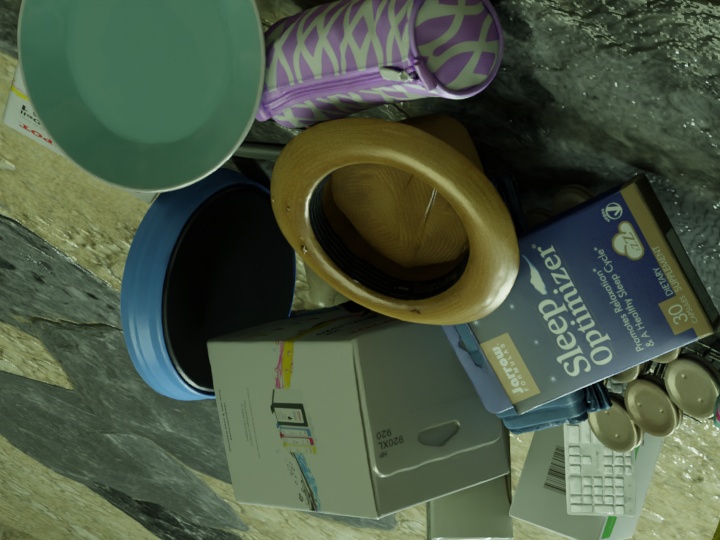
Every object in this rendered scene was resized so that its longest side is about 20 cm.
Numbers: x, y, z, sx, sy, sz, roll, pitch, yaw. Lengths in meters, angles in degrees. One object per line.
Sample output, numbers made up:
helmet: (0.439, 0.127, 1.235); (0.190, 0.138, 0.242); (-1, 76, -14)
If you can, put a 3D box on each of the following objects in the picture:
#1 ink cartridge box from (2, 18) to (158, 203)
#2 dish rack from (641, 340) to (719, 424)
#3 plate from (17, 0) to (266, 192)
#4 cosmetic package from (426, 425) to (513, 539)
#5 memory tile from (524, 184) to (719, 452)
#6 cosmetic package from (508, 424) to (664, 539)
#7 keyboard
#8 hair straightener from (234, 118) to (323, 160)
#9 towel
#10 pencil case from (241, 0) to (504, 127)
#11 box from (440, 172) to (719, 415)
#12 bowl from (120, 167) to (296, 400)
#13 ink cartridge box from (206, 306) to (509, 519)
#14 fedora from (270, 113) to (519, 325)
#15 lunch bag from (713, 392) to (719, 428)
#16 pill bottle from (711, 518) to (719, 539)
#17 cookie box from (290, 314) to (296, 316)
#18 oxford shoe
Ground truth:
ink cartridge box: (-0.191, -0.145, 1.443); (0.144, 0.084, 0.200); (29, 159, -7)
dish rack: (0.224, 0.079, 1.524); (0.199, 0.055, 0.153); (25, 160, 2)
plate: (-0.151, -0.155, 1.296); (0.199, 0.201, 0.026); (19, -163, 19)
cosmetic package: (0.093, 0.151, 1.626); (0.073, 0.201, 0.104); (-1, 158, -1)
memory tile: (0.180, 0.039, 1.391); (0.200, 0.017, 0.153); (56, 145, 2)
cosmetic package: (0.200, 0.176, 1.615); (0.085, 0.108, 0.200); (18, -179, 19)
keyboard: (0.189, 0.107, 1.466); (0.056, 0.011, 0.201); (-2, 113, 6)
hair straightener: (-0.029, -0.078, 1.431); (0.199, 0.077, 0.041); (15, 180, 17)
towel: (0.110, 0.027, 1.411); (0.111, 0.048, 0.201); (-17, 103, 54)
pencil case: (0.008, -0.140, 1.224); (0.084, 0.086, 0.200); (46, 154, -24)
box: (0.144, 0.026, 1.331); (0.200, 0.032, 0.121); (-26, 97, 30)
bowl: (-0.123, 0.013, 1.570); (0.039, 0.201, 0.201); (11, 154, 33)
ink cartridge box: (-0.002, 0.110, 1.513); (0.147, 0.145, 0.200); (-14, -173, -38)
fedora: (0.033, -0.050, 1.295); (0.200, 0.082, 0.201); (19, 142, 15)
lunch bag: (0.362, 0.071, 1.256); (0.199, 0.122, 0.170); (19, 158, -1)
pill bottle: (0.351, 0.253, 1.574); (0.112, 0.201, 0.112); (23, 158, 10)
cookie box: (-0.011, 0.126, 1.875); (0.200, 0.075, 0.171); (38, 156, -28)
oxford shoe: (0.000, 0.000, 1.495); (0.070, 0.075, 0.200); (9, -179, 25)
